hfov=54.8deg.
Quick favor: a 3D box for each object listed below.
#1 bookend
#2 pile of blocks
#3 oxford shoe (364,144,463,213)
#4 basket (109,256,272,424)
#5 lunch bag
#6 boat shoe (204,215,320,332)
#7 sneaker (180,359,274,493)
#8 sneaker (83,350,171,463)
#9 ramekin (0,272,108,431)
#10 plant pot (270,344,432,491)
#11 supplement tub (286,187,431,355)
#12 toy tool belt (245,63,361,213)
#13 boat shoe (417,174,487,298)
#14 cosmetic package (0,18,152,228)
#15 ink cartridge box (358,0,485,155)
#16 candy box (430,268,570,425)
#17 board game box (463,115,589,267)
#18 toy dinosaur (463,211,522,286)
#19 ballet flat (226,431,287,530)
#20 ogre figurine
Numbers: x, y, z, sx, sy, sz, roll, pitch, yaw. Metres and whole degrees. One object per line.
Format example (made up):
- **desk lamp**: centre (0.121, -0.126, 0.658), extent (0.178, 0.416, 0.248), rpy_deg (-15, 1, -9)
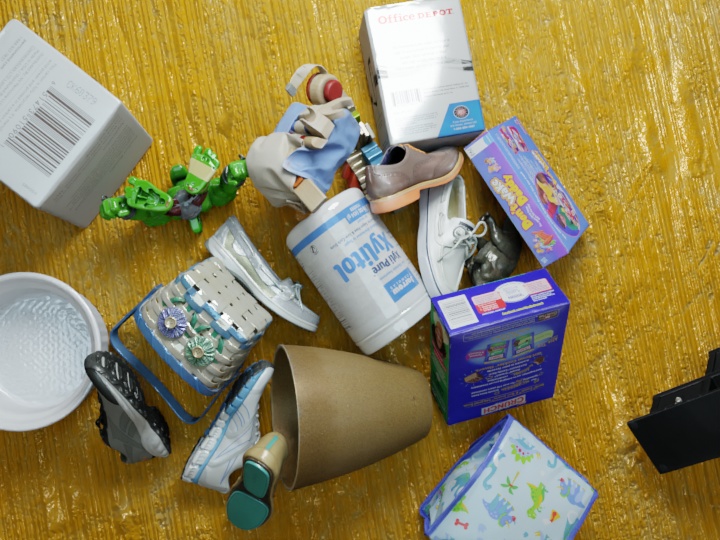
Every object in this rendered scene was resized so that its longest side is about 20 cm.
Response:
- **bookend**: centre (0.521, 0.179, 1.019), extent (0.093, 0.198, 0.200), rpy_deg (55, 38, 0)
- **pile of blocks**: centre (-0.006, -0.164, 1.006), extent (0.062, 0.082, 0.201), rpy_deg (-31, 90, -8)
- **oxford shoe**: centre (0.079, -0.148, 0.971), extent (0.199, 0.071, 0.074), rpy_deg (-36, 113, -44)
- **basket**: centre (-0.235, 0.092, 0.943), extent (0.176, 0.139, 0.200), rpy_deg (44, 117, -1)
- **lunch bag**: centre (0.206, 0.328, 0.969), extent (0.170, 0.127, 0.201), rpy_deg (40, 92, -1)
- **boat shoe**: centre (-0.130, 0.009, 0.985), extent (0.202, 0.074, 0.065), rpy_deg (42, 87, 5)
- **sneaker**: centre (-0.165, 0.221, 0.970), extent (0.086, 0.075, 0.201), rpy_deg (31, 94, -11)
- **sneaker**: centre (-0.314, 0.188, 0.906), extent (0.079, 0.074, 0.202), rpy_deg (-21, 129, -8)
- **ramekin**: centre (-0.438, 0.107, 0.931), extent (0.198, 0.098, 0.203), rpy_deg (1, 86, -7)
- **plant pot**: centre (-0.010, 0.192, 0.944), extent (0.197, 0.186, 0.189), rpy_deg (0, 86, -18)
- **supplement tub**: centre (0.000, 0.000, 0.970), extent (0.131, 0.132, 0.201), rpy_deg (-36, 90, -7)
- **toy tool belt**: centre (-0.051, -0.170, 0.915), extent (0.122, 0.125, 0.202), rpy_deg (17, 74, 39)
- **boat shoe**: centre (0.134, -0.050, 0.977), extent (0.074, 0.085, 0.204), rpy_deg (35, 47, -40)
- **cosmetic package**: centre (-0.400, -0.179, 0.905), extent (0.164, 0.200, 0.166), rpy_deg (37, 83, -3)
- **ink cartridge box**: centre (0.087, -0.282, 1.023), extent (0.144, 0.084, 0.203), rpy_deg (-10, 86, -7)
- **candy box**: centre (0.185, 0.109, 0.952), extent (0.167, 0.202, 0.077), rpy_deg (-13, 43, -8)
- **board game box**: centre (0.244, -0.119, 1.007), extent (0.045, 0.134, 0.201), rpy_deg (-34, 90, 36)
- **toy dinosaur**: centre (0.198, -0.020, 1.031), extent (0.102, 0.077, 0.202), rpy_deg (32, 66, -23)
- **ballet flat**: centre (-0.132, 0.284, 0.931), extent (0.068, 0.201, 0.063), rpy_deg (30, 45, 5)
- **ogre figurine**: centre (-0.246, -0.102, 0.957), extent (0.199, 0.120, 0.098), rpy_deg (-38, 86, -9)
